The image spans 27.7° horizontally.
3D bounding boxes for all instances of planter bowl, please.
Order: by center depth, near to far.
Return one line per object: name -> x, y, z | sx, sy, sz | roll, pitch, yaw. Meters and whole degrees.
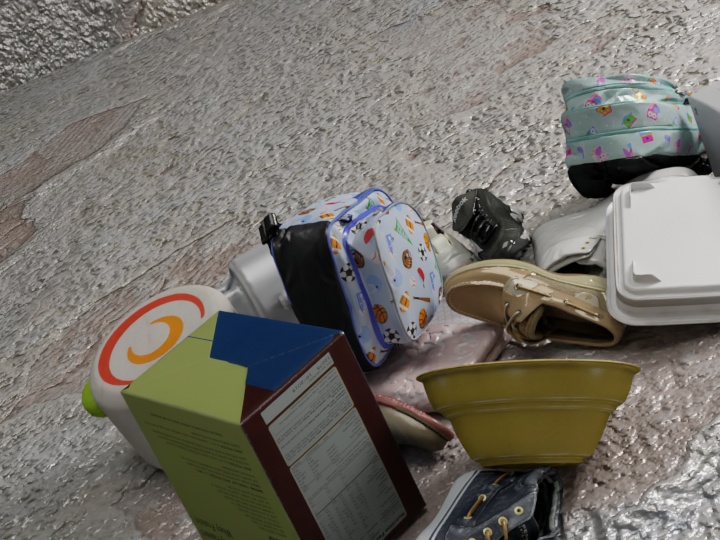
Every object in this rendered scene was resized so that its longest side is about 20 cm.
planter bowl -> 0.149, 0.131, 1.289 | 0.198, 0.084, 0.200 | -2, -11, 0

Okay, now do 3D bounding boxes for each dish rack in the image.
dish rack -> 0.328, -0.030, 1.456 | 0.170, 0.044, 0.201 | -4, 40, 12

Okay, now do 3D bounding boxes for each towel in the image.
towel -> 0.061, 0.088, 1.575 | 0.199, 0.032, 0.191 | -5, 31, 40

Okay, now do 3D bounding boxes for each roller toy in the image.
roller toy -> -0.191, 0.122, 1.615 | 0.199, 0.140, 0.183 | 12, 54, 48

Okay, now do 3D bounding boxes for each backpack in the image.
backpack -> 0.000, 0.000, 1.561 | 0.153, 0.202, 0.191 | -9, 19, 18
backpack -> 0.299, -0.155, 1.648 | 0.166, 0.128, 0.199 | -15, -7, 32

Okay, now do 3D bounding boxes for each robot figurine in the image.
robot figurine -> -0.080, 0.010, 1.767 | 0.199, 0.114, 0.170 | -30, 21, -9

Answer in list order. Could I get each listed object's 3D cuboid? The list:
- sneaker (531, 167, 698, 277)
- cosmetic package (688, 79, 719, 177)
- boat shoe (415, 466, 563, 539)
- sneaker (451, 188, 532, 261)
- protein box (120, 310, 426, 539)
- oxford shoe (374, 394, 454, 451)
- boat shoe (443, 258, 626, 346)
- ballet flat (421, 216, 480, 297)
sneaker -> 0.279, -0.031, 1.569 | 0.199, 0.074, 0.116 | -27, 25, 19
cosmetic package -> 0.489, -0.154, 1.540 | 0.199, 0.124, 0.199 | -26, 24, -5
boat shoe -> 0.103, 0.227, 1.201 | 0.090, 0.071, 0.201 | -15, 24, 30
sneaker -> 0.141, -0.047, 1.660 | 0.067, 0.090, 0.200 | -56, 7, 15
protein box -> -0.080, 0.164, 1.346 | 0.135, 0.201, 0.198 | -40, 28, -30
oxford shoe -> 0.007, 0.166, 1.453 | 0.199, 0.070, 0.075 | 3, 63, 45
boat shoe -> 0.173, 0.037, 1.487 | 0.198, 0.072, 0.065 | 4, 43, 24
ballet flat -> 0.093, -0.018, 1.708 | 0.069, 0.072, 0.200 | -28, 24, -8
